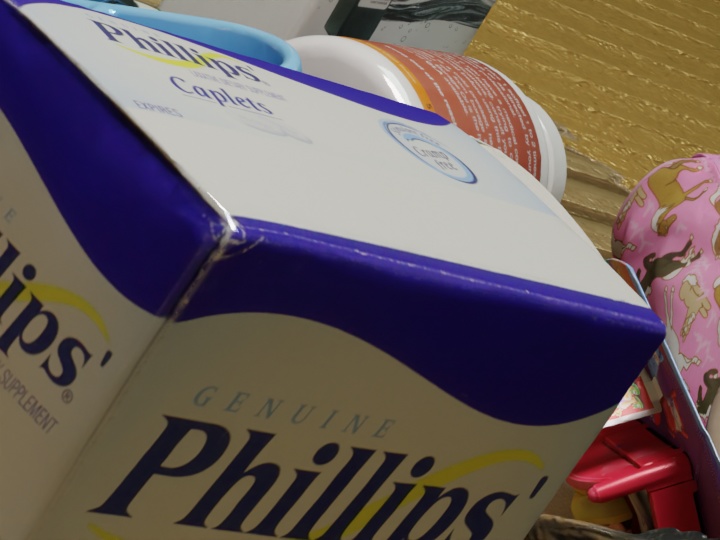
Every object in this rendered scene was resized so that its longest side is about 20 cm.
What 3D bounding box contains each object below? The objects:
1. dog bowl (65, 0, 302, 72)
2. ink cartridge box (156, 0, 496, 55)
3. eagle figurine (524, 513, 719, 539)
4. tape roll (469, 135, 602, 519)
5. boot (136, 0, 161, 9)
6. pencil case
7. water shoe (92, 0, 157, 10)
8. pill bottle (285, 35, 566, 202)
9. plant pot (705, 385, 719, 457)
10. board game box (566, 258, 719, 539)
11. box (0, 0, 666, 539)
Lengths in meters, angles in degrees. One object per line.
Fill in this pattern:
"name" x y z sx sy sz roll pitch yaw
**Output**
"dog bowl" -0.114 -0.072 1.120 0.200 0.050 0.111 8 20 7
"ink cartridge box" -0.008 -0.143 1.405 0.083 0.200 0.147 41 18 30
"eagle figurine" 0.017 0.083 0.856 0.200 0.152 0.151 42 12 16
"tape roll" 0.075 0.042 1.149 0.203 0.037 0.203 47 24 -28
"boot" -0.058 -0.170 1.474 0.200 0.155 0.072 16 22 -46
"pencil case" 0.172 0.029 1.230 0.083 0.086 0.200 49 10 -35
"water shoe" -0.126 -0.090 1.274 0.079 0.072 0.200 26 6 -12
"pill bottle" 0.021 -0.049 1.339 0.112 0.112 0.200 38 17 22
"plant pot" 0.220 0.127 1.013 0.200 0.175 0.200 -2 41 2
"board game box" 0.095 0.099 0.976 0.039 0.158 0.200 -15 58 -9
"box" -0.054 0.051 0.717 0.184 0.200 0.105 12 26 -52
